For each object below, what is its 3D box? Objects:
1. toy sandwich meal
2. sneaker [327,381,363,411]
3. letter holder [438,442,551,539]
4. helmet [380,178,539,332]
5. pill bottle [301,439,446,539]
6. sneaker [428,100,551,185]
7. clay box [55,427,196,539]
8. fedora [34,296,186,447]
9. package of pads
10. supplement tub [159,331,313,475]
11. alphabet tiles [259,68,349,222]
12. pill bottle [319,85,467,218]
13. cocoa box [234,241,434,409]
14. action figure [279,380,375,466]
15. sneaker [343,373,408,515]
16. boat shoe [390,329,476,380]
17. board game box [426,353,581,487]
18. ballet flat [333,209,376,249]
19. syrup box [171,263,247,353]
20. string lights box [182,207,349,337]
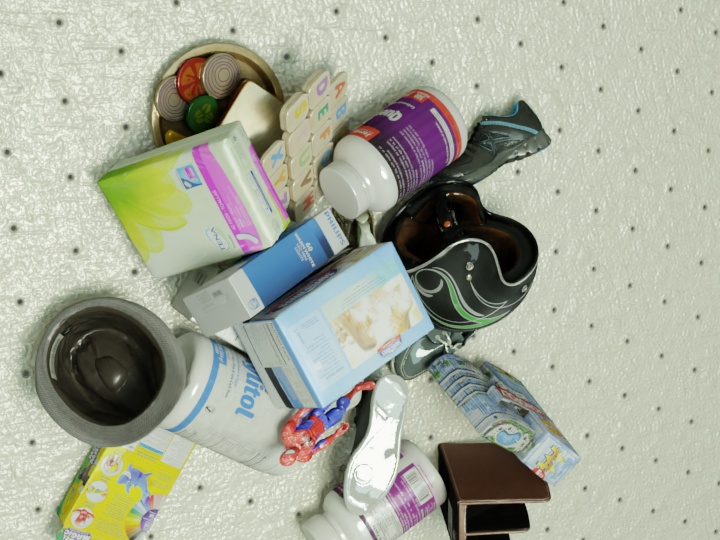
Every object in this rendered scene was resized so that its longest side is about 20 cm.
[{"bbox_3d":[-0.167,-0.189,1.551,0.204,0.070,0.207,-7,106,-26],"label":"toy sandwich meal"},{"bbox_3d":[-0.044,0.181,1.715,0.080,0.070,0.201,41,84,-36],"label":"sneaker"},{"bbox_3d":[0.196,0.335,1.783,0.141,0.200,0.101,-3,105,-4],"label":"letter holder"},{"bbox_3d":[0.141,-0.009,1.691,0.191,0.200,0.201,41,83,-36],"label":"helmet"},{"bbox_3d":[0.018,0.344,1.764,0.199,0.112,0.113,-33,116,-16],"label":"pill bottle"},{"bbox_3d":[0.174,-0.174,1.748,0.199,0.073,0.082,-28,92,-21],"label":"sneaker"},{"bbox_3d":[-0.314,0.282,1.611,0.115,0.048,0.201,31,89,-30],"label":"clay box"},{"bbox_3d":[-0.306,0.131,1.519,0.199,0.090,0.177,35,77,12],"label":"fedora"},{"bbox_3d":[-0.202,-0.082,1.503,0.155,0.199,0.068,64,29,-24],"label":"package of pads"},{"bbox_3d":[-0.170,0.177,1.611,0.199,0.132,0.133,29,89,-30],"label":"supplement tub"},{"bbox_3d":[-0.066,-0.158,1.573,0.196,0.015,0.201,-51,154,-34],"label":"alphabet tiles"},{"bbox_3d":[0.042,-0.155,1.630,0.200,0.112,0.113,-37,118,-27],"label":"pill bottle"},{"bbox_3d":[-0.034,0.070,1.557,0.199,0.131,0.134,-33,102,-28],"label":"cocoa box"},{"bbox_3d":[-0.048,0.190,1.597,0.200,0.051,0.066,-46,115,-43],"label":"action figure"},{"bbox_3d":[0.018,0.246,1.735,0.070,0.099,0.202,16,83,-9],"label":"sneaker"},{"bbox_3d":[0.125,0.087,1.782,0.200,0.062,0.073,-44,118,-12],"label":"boat shoe"},{"bbox_3d":[0.217,0.212,1.755,0.062,0.200,0.200,-49,137,9],"label":"board game box"},{"bbox_3d":[0.000,0.000,1.686,0.067,0.075,0.202,-13,109,-25],"label":"ballet flat"},{"bbox_3d":[-0.143,0.068,1.626,0.199,0.079,0.082,32,87,-30],"label":"syrup box"},{"bbox_3d":[-0.116,0.000,1.528,0.200,0.102,0.059,-38,100,-42],"label":"string lights box"}]
